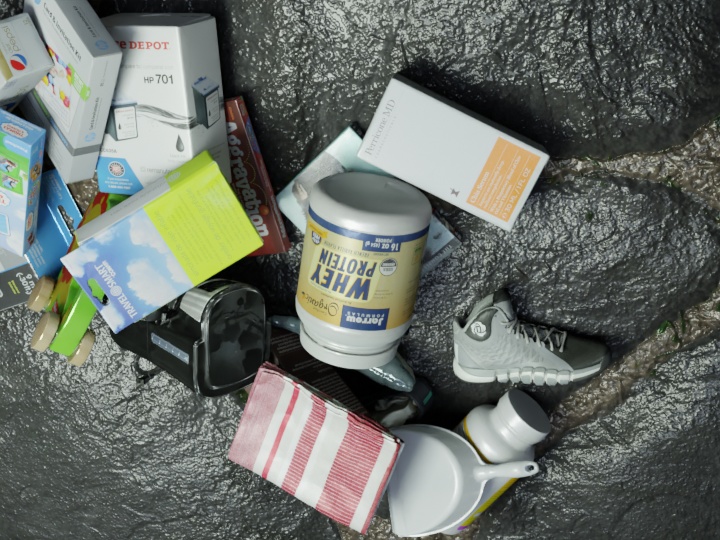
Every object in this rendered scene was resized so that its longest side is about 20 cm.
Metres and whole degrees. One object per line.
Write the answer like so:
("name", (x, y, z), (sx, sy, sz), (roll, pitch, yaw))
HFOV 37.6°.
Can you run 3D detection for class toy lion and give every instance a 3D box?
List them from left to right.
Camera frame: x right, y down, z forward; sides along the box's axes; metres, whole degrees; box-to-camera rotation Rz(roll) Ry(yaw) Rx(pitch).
("toy lion", (-0.334, -0.007, 1.293), (0.068, 0.200, 0.192), (26, 100, -25))

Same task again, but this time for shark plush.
("shark plush", (-0.018, 0.089, 1.344), (0.199, 0.083, 0.091), (33, 115, -10))

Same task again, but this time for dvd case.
("dvd case", (0.008, -0.063, 1.310), (0.146, 0.022, 0.200), (-40, 103, 23))

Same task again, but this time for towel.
("towel", (-0.057, 0.216, 1.271), (0.199, 0.023, 0.145), (27, 113, 15))

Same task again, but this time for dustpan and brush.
("dustpan and brush", (0.125, 0.254, 1.312), (0.199, 0.057, 0.141), (-15, 79, 40))

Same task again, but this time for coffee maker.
("coffee maker", (-0.209, 0.078, 1.316), (0.199, 0.135, 0.193), (24, 141, 40))

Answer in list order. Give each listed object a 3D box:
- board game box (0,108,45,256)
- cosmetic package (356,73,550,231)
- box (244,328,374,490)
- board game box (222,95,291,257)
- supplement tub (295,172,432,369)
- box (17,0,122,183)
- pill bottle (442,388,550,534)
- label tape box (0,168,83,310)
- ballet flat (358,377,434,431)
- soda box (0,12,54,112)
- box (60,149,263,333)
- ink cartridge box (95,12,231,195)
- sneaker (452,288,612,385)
("board game box", (-0.455, -0.120, 1.257), (0.151, 0.037, 0.200), (25, 138, 1))
("cosmetic package", (0.106, -0.137, 1.221), (0.199, 0.071, 0.102), (25, 105, -2))
("box", (-0.064, 0.170, 1.346), (0.200, 0.100, 0.075), (49, 116, 16))
("board game box", (-0.161, -0.111, 1.310), (0.102, 0.019, 0.201), (-7, 113, 25))
("supplement tub", (0.000, 0.000, 1.249), (0.143, 0.145, 0.201), (11, 115, 5))
("box", (-0.341, -0.224, 1.214), (0.156, 0.041, 0.200), (54, 140, 21))
("pill bottle", (0.155, 0.246, 1.378), (0.104, 0.104, 0.200), (38, 115, -8))
("label tape box", (-0.459, -0.032, 1.386), (0.199, 0.066, 0.144), (-16, 110, 19))
("ballet flat", (0.008, 0.204, 1.406), (0.199, 0.073, 0.073), (-29, 106, 21))
("soda box", (-0.430, -0.226, 1.233), (0.200, 0.064, 0.068), (-19, 99, 53))
("box", (-0.224, -0.031, 1.197), (0.199, 0.048, 0.122), (-32, 122, -4))
("ink cartridge box", (-0.240, -0.194, 1.241), (0.145, 0.086, 0.201), (6, 114, 24))
("sneaker", (0.207, 0.077, 1.310), (0.199, 0.075, 0.116), (-5, 111, 14))
